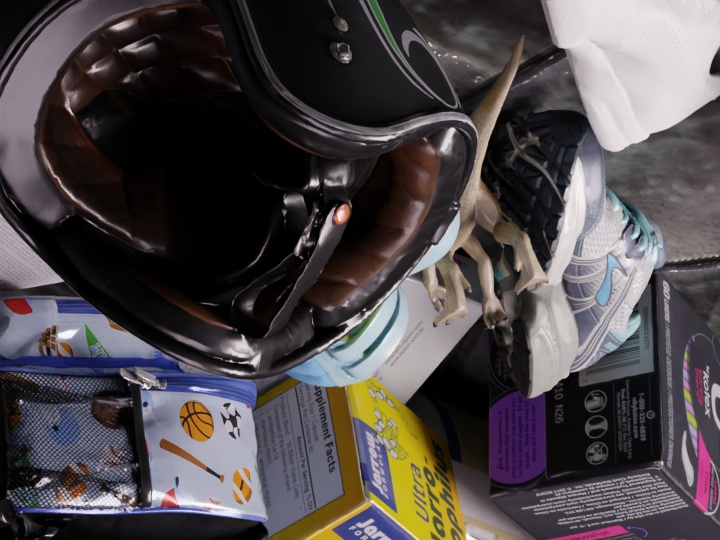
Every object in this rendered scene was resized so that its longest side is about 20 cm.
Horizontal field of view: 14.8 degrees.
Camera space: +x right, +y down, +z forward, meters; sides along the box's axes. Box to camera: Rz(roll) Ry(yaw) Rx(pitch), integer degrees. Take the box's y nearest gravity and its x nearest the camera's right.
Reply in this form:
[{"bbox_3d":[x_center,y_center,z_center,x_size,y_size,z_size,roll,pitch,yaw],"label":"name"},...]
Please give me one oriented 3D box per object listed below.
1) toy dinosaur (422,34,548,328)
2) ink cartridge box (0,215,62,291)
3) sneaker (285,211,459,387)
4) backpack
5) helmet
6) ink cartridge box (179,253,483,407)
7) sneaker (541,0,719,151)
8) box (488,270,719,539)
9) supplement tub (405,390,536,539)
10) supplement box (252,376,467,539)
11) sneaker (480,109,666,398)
[{"bbox_3d":[0.047,-0.029,1.357,0.058,0.102,0.200,-17,163,-18],"label":"toy dinosaur"},{"bbox_3d":[-0.227,-0.056,1.287,0.176,0.045,0.200,-11,141,42],"label":"ink cartridge box"},{"bbox_3d":[0.000,0.000,1.351,0.199,0.080,0.130,-6,147,46],"label":"sneaker"},{"bbox_3d":[-0.146,0.096,1.387,0.190,0.155,0.200,12,163,-32],"label":"backpack"},{"bbox_3d":[-0.066,-0.069,1.195,0.191,0.200,0.200,42,160,20],"label":"helmet"},{"bbox_3d":[-0.065,0.041,1.499,0.199,0.043,0.197,21,128,-27],"label":"ink cartridge box"},{"bbox_3d":[0.123,-0.126,1.215,0.088,0.076,0.200,-17,154,10],"label":"sneaker"},{"bbox_3d":[0.160,0.103,1.566,0.105,0.123,0.200,-12,149,25],"label":"box"},{"bbox_3d":[0.062,0.161,1.660,0.199,0.145,0.144,25,145,-34],"label":"supplement tub"},{"bbox_3d":[-0.052,0.154,1.509,0.199,0.109,0.109,-31,133,20],"label":"supplement box"},{"bbox_3d":[0.111,-0.021,1.414,0.086,0.078,0.200,-20,148,-14],"label":"sneaker"}]
